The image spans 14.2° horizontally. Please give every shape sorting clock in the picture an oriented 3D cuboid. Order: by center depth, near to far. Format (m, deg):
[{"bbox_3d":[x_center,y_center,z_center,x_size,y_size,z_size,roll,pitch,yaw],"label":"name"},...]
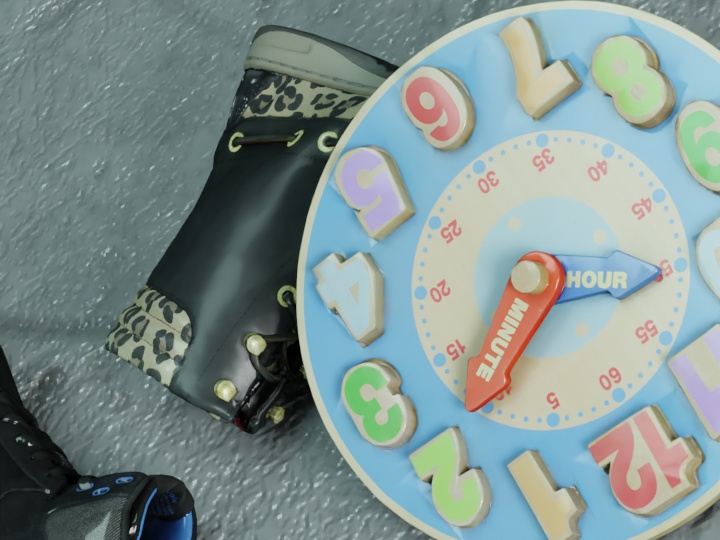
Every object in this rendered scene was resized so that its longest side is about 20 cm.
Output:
[{"bbox_3d":[0.065,0.003,1.018,0.200,0.039,0.200,-2,84,24],"label":"shape sorting clock"}]

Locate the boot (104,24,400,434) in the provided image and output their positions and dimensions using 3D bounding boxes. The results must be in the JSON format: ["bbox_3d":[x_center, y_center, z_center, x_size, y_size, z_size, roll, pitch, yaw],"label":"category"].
[{"bbox_3d":[0.000,0.000,1.114,0.203,0.073,0.154,25,83,42],"label":"boot"}]

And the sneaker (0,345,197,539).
[{"bbox_3d":[-0.118,0.086,1.142,0.112,0.073,0.200,-25,51,18],"label":"sneaker"}]
